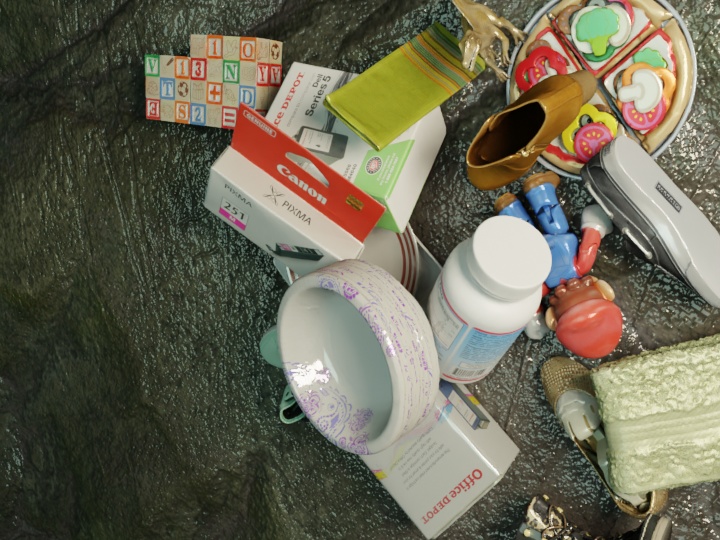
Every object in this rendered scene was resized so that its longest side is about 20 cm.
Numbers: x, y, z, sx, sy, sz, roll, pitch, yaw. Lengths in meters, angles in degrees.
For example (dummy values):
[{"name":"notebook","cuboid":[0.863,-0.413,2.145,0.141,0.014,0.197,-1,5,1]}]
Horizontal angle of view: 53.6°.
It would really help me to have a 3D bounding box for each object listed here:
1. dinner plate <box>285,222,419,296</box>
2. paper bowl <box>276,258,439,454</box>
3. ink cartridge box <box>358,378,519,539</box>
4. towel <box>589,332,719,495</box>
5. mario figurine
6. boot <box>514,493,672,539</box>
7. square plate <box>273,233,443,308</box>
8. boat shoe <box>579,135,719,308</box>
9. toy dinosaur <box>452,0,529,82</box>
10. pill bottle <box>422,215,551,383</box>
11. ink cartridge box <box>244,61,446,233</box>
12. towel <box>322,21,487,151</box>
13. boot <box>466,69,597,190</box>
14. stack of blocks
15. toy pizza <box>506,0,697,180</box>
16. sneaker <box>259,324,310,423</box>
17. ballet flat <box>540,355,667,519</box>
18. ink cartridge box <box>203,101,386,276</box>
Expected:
[{"name":"dinner plate","cuboid":[-0.011,-0.013,0.905,0.195,0.024,0.207,7,103,29]},{"name":"paper bowl","cuboid":[0.004,0.088,0.790,0.198,0.103,0.206,23,123,40]},{"name":"ink cartridge box","cuboid":[0.078,0.205,0.895,0.201,0.087,0.146,48,119,15]},{"name":"towel","cuboid":[0.342,0.146,0.728,0.194,0.036,0.153,-12,93,9]},{"name":"mario figurine","cuboid":[0.226,0.000,0.791,0.204,0.104,0.124,67,158,13]},{"name":"boot","cuboid":[0.254,0.308,0.799,0.148,0.073,0.203,28,143,26]},{"name":"square plate","cuboid":[0.000,0.000,0.931,0.198,0.028,0.201,-45,77,29]},{"name":"boat shoe","cuboid":[0.302,-0.040,0.730,0.201,0.072,0.068,49,143,0]},{"name":"toy dinosaur","cuboid":[0.126,-0.266,0.765,0.100,0.203,0.058,32,121,-29]},{"name":"pill bottle","cuboid":[0.130,0.034,0.769,0.109,0.108,0.202,43,150,15]},{"name":"ink cartridge box","cuboid":[-0.018,-0.148,0.843,0.196,0.084,0.148,17,72,25]},{"name":"towel","cuboid":[0.053,-0.205,0.773,0.086,0.199,0.018,40,147,14]},{"name":"boot","cuboid":[0.144,-0.130,0.734,0.072,0.143,0.201,54,139,5]},{"name":"stack of blocks","cuboid":[-0.204,-0.259,0.976,0.195,0.058,0.119,11,105,27]},{"name":"toy pizza","cuboid":[0.246,-0.197,0.749,0.195,0.032,0.207,7,103,29]},{"name":"sneaker","cuboid":[-0.093,0.136,0.939,0.197,0.119,0.075,1,132,46]},{"name":"ballet flat","cuboid":[0.269,0.186,0.795,0.071,0.065,0.201,-44,77,29]},{"name":"ink cartridge box","cuboid":[-0.082,-0.072,0.816,0.198,0.044,0.174,36,151,-1]}]
